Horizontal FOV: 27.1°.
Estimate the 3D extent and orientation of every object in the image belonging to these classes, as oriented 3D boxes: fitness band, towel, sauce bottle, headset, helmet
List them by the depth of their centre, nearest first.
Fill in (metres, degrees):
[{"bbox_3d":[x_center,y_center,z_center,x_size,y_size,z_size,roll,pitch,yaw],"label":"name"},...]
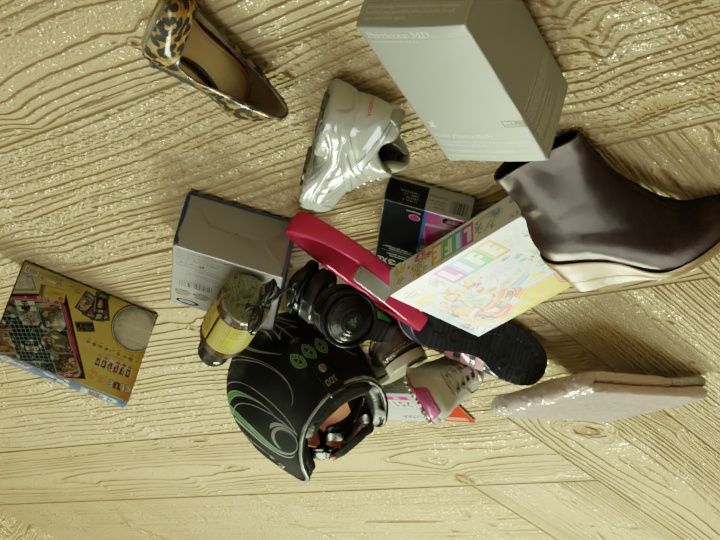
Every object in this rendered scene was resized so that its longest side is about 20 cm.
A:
[{"bbox_3d":[0.000,0.000,1.669,0.200,0.038,0.143,39,175,-37],"label":"fitness band"},{"bbox_3d":[-0.045,0.048,1.670,0.123,0.095,0.199,32,-173,40],"label":"headset"},{"bbox_3d":[-0.155,0.064,1.749,0.064,0.065,0.200,21,156,-10],"label":"sauce bottle"},{"bbox_3d":[0.288,0.153,1.807,0.189,0.033,0.199,5,163,-29],"label":"towel"},{"bbox_3d":[-0.077,0.147,1.876,0.190,0.200,0.200,38,171,36],"label":"helmet"}]

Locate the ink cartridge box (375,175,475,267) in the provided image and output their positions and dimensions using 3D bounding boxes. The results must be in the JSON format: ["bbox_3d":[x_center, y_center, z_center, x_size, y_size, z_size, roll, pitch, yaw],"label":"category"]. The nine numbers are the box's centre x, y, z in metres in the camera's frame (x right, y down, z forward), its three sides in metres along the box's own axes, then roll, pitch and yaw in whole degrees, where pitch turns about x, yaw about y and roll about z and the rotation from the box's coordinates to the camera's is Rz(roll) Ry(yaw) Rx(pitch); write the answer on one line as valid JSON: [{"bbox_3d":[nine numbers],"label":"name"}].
[{"bbox_3d":[0.066,-0.034,1.624,0.094,0.037,0.200,15,157,4],"label":"ink cartridge box"}]

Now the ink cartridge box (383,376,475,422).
[{"bbox_3d":[0.038,0.190,2.096,0.198,0.044,0.174,-1,149,33],"label":"ink cartridge box"}]

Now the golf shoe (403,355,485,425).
[{"bbox_3d":[0.107,0.131,1.818,0.091,0.076,0.200,-31,-179,9],"label":"golf shoe"}]

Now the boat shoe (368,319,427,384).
[{"bbox_3d":[0.042,0.103,1.880,0.060,0.071,0.200,58,175,7],"label":"boat shoe"}]

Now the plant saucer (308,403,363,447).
[{"bbox_3d":[-0.073,0.160,2.040,0.198,0.032,0.202,18,134,19],"label":"plant saucer"}]

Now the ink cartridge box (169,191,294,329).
[{"bbox_3d":[-0.154,-0.002,1.772,0.135,0.077,0.200,17,154,-1],"label":"ink cartridge box"}]

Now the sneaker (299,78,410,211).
[{"bbox_3d":[-0.004,-0.106,1.467,0.098,0.079,0.200,14,156,-5],"label":"sneaker"}]

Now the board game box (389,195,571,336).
[{"bbox_3d":[0.144,-0.004,1.563,0.134,0.035,0.199,24,141,-32],"label":"board game box"}]

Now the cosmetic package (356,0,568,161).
[{"bbox_3d":[0.089,-0.178,1.244,0.106,0.091,0.200,3,156,32],"label":"cosmetic package"}]

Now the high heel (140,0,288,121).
[{"bbox_3d":[-0.124,-0.192,1.352,0.141,0.072,0.200,25,171,-2],"label":"high heel"}]

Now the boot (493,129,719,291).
[{"bbox_3d":[0.244,-0.065,1.405,0.198,0.073,0.167,-21,124,27],"label":"boot"}]

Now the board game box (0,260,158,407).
[{"bbox_3d":[-0.391,0.088,2.036,0.198,0.137,0.035,23,155,-14],"label":"board game box"}]

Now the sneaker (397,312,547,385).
[{"bbox_3d":[0.134,0.080,1.801,0.198,0.071,0.082,25,178,-24],"label":"sneaker"}]
